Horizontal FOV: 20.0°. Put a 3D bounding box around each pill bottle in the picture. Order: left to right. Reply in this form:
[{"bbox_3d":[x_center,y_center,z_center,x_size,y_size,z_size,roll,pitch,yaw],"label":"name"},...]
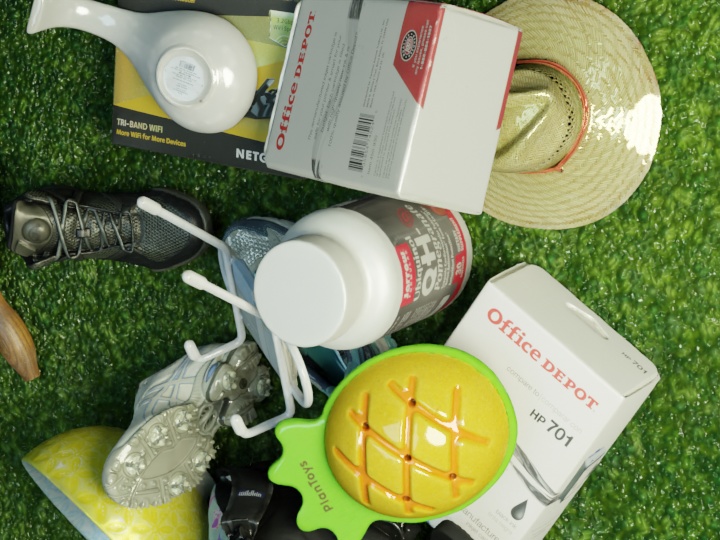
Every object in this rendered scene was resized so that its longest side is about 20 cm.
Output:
[{"bbox_3d":[0.000,0.000,1.599,0.110,0.200,0.112,6,104,27],"label":"pill bottle"}]

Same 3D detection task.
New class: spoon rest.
[{"bbox_3d":[-0.176,-0.184,1.693,0.199,0.061,0.100,25,112,9],"label":"spoon rest"}]

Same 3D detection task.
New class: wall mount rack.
[{"bbox_3d":[-0.109,0.030,1.614,0.200,0.074,0.175,-128,22,-51],"label":"wall mount rack"}]

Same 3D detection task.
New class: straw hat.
[{"bbox_3d":[0.125,-0.116,1.572,0.200,0.085,0.203,6,102,29],"label":"straw hat"}]

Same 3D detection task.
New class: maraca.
[{"bbox_3d":[0.025,0.135,1.558,0.199,0.107,0.138,-28,96,16],"label":"maraca"}]

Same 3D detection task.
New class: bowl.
[{"bbox_3d":[-0.191,0.200,1.787,0.200,0.200,0.108,40,74,17],"label":"bowl"}]

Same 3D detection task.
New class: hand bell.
[{"bbox_3d":[-0.348,0.012,1.878,0.104,0.104,0.201,-19,102,31],"label":"hand bell"}]

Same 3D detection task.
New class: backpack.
[{"bbox_3d":[-0.060,0.234,1.689,0.200,0.166,0.127,-145,62,-64],"label":"backpack"}]

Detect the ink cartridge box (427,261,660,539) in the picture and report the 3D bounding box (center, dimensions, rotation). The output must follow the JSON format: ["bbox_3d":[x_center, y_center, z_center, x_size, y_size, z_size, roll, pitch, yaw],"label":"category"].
[{"bbox_3d":[0.119,0.119,1.622,0.146,0.086,0.201,41,118,17],"label":"ink cartridge box"}]

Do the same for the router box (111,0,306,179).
[{"bbox_3d":[-0.113,-0.171,1.715,0.199,0.052,0.158,11,105,27],"label":"router box"}]

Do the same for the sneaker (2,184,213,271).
[{"bbox_3d":[-0.230,-0.034,1.775,0.198,0.114,0.077,8,105,26],"label":"sneaker"}]

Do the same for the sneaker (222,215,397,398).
[{"bbox_3d":[-0.049,0.032,1.699,0.200,0.086,0.078,45,118,15],"label":"sneaker"}]

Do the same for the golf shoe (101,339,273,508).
[{"bbox_3d":[-0.165,0.130,1.731,0.097,0.200,0.079,6,124,38],"label":"golf shoe"}]

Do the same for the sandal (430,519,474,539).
[{"bbox_3d":[0.070,0.255,1.633,0.075,0.200,0.045,40,73,20],"label":"sandal"}]

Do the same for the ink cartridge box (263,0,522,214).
[{"bbox_3d":[0.022,-0.132,1.567,0.200,0.082,0.148,17,95,56],"label":"ink cartridge box"}]
